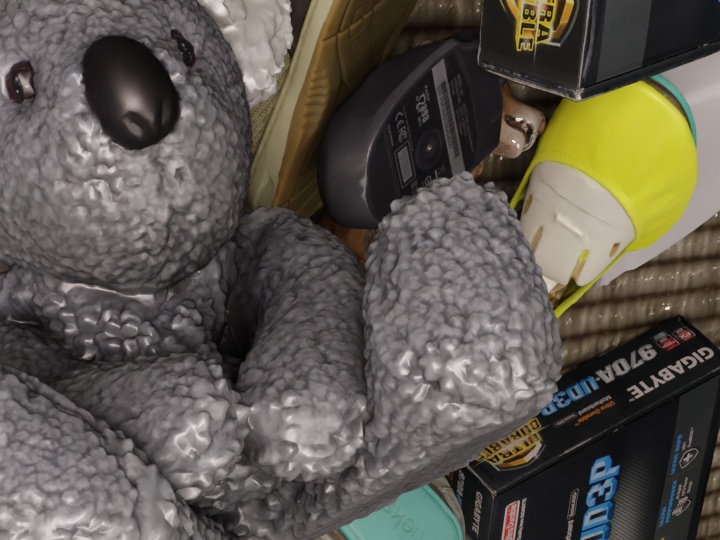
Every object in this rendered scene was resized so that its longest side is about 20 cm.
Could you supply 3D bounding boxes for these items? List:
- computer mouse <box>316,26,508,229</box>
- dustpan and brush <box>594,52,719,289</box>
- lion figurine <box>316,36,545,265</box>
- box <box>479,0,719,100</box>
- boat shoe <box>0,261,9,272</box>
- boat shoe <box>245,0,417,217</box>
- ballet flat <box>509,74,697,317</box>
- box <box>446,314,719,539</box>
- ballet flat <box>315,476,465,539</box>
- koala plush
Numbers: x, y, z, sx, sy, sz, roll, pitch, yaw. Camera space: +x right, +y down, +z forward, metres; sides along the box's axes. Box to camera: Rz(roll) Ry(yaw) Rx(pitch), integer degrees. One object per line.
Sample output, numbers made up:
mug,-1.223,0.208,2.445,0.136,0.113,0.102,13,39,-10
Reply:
computer mouse,0.049,-0.080,0.820,0.200,0.034,0.059,-39,134,-34
dustpan and brush,0.179,-0.088,1.031,0.200,0.057,0.140,-29,153,-11
lion figurine,0.000,0.000,0.915,0.072,0.123,0.200,25,130,-15
box,0.113,-0.173,0.775,0.159,0.046,0.200,-22,124,-46
boat shoe,-0.076,0.070,0.750,0.067,0.057,0.200,-26,117,-37
boat shoe,-0.019,-0.098,0.784,0.072,0.066,0.201,-40,160,-40
ballet flat,0.088,-0.017,0.934,0.067,0.067,0.200,-54,177,-20
box,0.112,0.133,1.184,0.159,0.046,0.200,-25,141,-26
ballet flat,-0.031,0.054,0.844,0.067,0.064,0.200,-47,124,-14
koala plush,-0.068,-0.009,0.652,0.177,0.200,0.184,-22,170,-15
